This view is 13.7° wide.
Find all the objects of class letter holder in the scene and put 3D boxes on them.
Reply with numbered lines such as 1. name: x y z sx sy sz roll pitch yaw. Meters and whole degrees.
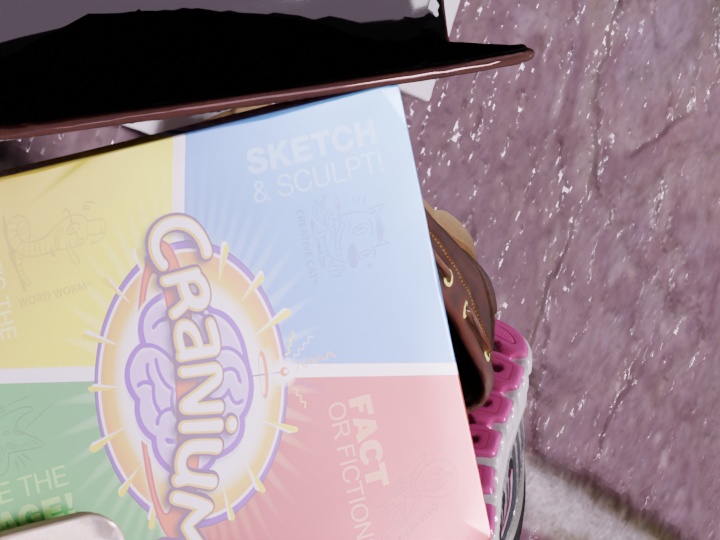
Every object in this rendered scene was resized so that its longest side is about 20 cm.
1. letter holder: -0.039 -0.097 0.890 0.200 0.142 0.101 -10 101 -24

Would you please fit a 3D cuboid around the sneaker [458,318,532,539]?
1. sneaker: 0.026 0.112 1.203 0.088 0.074 0.200 84 19 -44

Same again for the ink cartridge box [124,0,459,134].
1. ink cartridge box: -0.011 -0.132 1.063 0.115 0.068 0.201 16 92 -57

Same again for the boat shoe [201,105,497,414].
1. boat shoe: 0.000 0.000 1.123 0.200 0.070 0.070 31 43 -55

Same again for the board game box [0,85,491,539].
1. board game box: -0.067 0.036 0.918 0.200 0.040 0.153 -16 98 -25

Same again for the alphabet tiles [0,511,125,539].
1. alphabet tiles: -0.148 0.148 0.852 0.195 0.015 0.201 -13 102 -25
